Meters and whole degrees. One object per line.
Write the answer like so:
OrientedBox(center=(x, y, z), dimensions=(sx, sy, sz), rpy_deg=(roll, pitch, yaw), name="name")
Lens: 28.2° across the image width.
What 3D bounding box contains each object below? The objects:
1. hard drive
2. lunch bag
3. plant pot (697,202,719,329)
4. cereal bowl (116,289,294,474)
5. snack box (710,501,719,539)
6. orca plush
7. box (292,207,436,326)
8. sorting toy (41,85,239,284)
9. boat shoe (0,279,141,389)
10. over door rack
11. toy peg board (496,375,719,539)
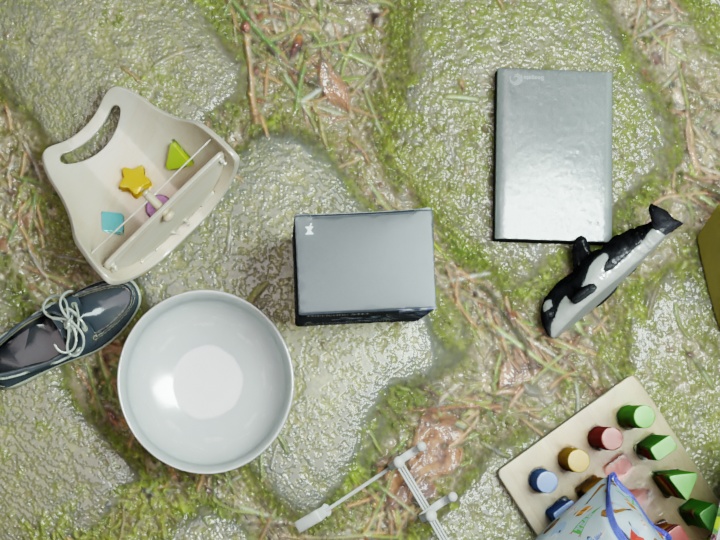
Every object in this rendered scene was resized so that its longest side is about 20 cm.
OrientedBox(center=(0.225, -0.134, 1.678), dimensions=(0.137, 0.033, 0.203), rpy_deg=(2, 84, -3), name="hard drive")
OrientedBox(center=(0.236, 0.323, 1.489), dimensions=(0.124, 0.200, 0.170), rpy_deg=(45, 101, 6), name="lunch bag")
OrientedBox(center=(0.489, -0.011, 1.611), dimensions=(0.198, 0.200, 0.178), rpy_deg=(-27, 75, -6), name="plant pot")
OrientedBox(center=(-0.171, 0.125, 1.603), dimensions=(0.197, 0.083, 0.203), rpy_deg=(0, 85, -3), name="cereal bowl")
OrientedBox(center=(0.434, 0.253, 1.570), dimensions=(0.052, 0.200, 0.144), rpy_deg=(14, 83, 25), name="snack box")
OrientedBox(center=(0.266, -0.013, 1.624), dimensions=(0.105, 0.200, 0.071), rpy_deg=(-20, 66, -48), name="orca plush")
OrientedBox(center=(0.000, 0.000, 1.567), dimensions=(0.146, 0.200, 0.109), rpy_deg=(-2, 84, -3), name="box")
OrientedBox(center=(-0.261, -0.109, 1.619), dimensions=(0.200, 0.107, 0.180), rpy_deg=(-44, 81, -6), name="sorting toy")
OrientedBox(center=(-0.338, 0.067, 1.610), dimensions=(0.198, 0.062, 0.076), rpy_deg=(-25, 84, -6), name="boat shoe")
OrientedBox(center=(0.045, 0.287, 1.561), dimensions=(0.199, 0.066, 0.149), rpy_deg=(-26, 82, -44), name="over door rack")
OrientedBox(center=(0.292, 0.254, 1.612), dimensions=(0.198, 0.098, 0.201), rpy_deg=(-34, 87, -6), name="toy peg board")
